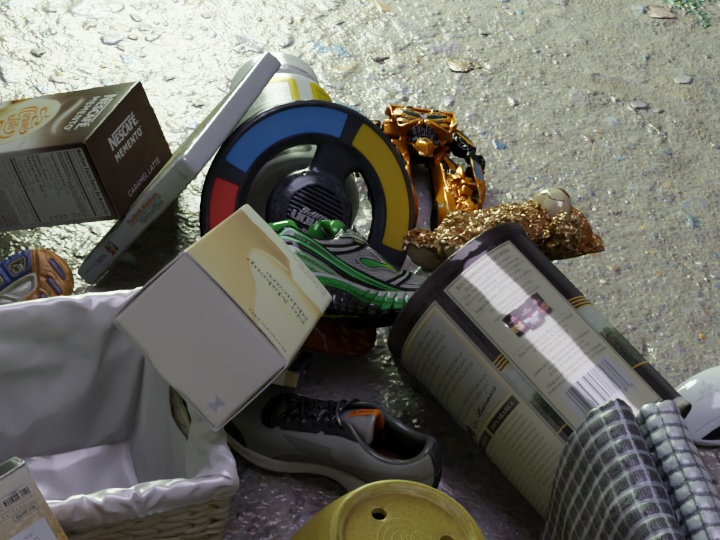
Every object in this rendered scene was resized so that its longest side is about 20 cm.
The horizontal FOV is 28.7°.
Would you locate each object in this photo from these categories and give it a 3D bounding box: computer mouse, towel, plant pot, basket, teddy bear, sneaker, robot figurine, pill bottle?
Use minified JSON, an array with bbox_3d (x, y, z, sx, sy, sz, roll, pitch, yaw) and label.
[{"bbox_3d":[0.360,0.109,1.249,0.198,0.044,0.110,-9,44,-25],"label":"computer mouse"},{"bbox_3d":[0.179,0.211,0.952,0.085,0.201,0.166,0,42,-16],"label":"towel"},{"bbox_3d":[0.020,0.225,0.938,0.198,0.143,0.201,8,38,-6],"label":"plant pot"},{"bbox_3d":[-0.208,0.139,0.968,0.198,0.162,0.199,-6,42,-23],"label":"basket"},{"bbox_3d":[0.130,-0.036,1.257,0.198,0.067,0.145,-8,-1,-20],"label":"teddy bear"},{"bbox_3d":[-0.071,0.029,1.192,0.199,0.077,0.074,20,64,-33],"label":"sneaker"},{"bbox_3d":[0.064,-0.102,1.416,0.143,0.059,0.201,6,39,-9],"label":"robot figurine"},{"bbox_3d":[0.000,0.000,1.158,0.199,0.078,0.086,9,72,-42],"label":"sneaker"},{"bbox_3d":[-0.071,-0.118,1.358,0.113,0.115,0.201,1,40,-13],"label":"pill bottle"},{"bbox_3d":[-0.024,0.125,1.101,0.198,0.080,0.074,20,41,12],"label":"sneaker"},{"bbox_3d":[-0.317,0.057,1.124,0.199,0.088,0.076,-27,82,-14],"label":"sneaker"}]

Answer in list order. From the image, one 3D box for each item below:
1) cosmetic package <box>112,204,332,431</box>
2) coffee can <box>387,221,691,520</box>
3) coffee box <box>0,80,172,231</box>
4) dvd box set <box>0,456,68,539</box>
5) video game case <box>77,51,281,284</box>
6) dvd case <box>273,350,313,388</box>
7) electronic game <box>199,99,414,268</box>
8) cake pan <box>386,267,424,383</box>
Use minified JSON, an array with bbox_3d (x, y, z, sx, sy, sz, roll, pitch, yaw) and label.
[{"bbox_3d":[-0.089,0.026,0.981,0.105,0.071,0.200,47,13,-5],"label":"cosmetic package"},{"bbox_3d":[0.138,0.084,1.107,0.146,0.147,0.200,-27,66,-38],"label":"coffee can"},{"bbox_3d":[-0.284,-0.097,1.240,0.198,0.080,0.115,-5,33,24],"label":"coffee box"},{"bbox_3d":[-0.212,0.232,0.820,0.146,0.201,0.029,-33,14,-20],"label":"dvd box set"},{"bbox_3d":[-0.162,-0.094,1.262,0.023,0.182,0.201,41,38,-11],"label":"video game case"},{"bbox_3d":[-0.140,0.059,1.137,0.198,0.016,0.149,12,3,2],"label":"dvd case"},{"bbox_3d":[-0.045,-0.049,1.234,0.198,0.202,0.042,-6,8,-21],"label":"electronic game"},{"bbox_3d":[0.123,0.048,1.266,0.198,0.037,0.201,8,39,-6],"label":"cake pan"}]
